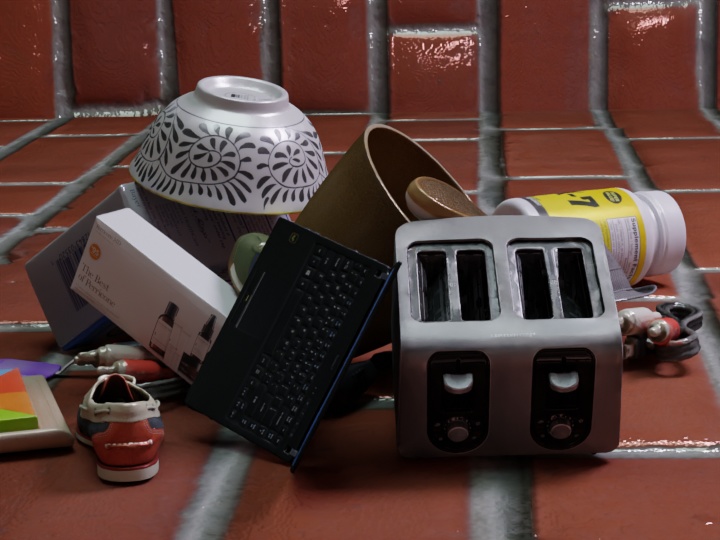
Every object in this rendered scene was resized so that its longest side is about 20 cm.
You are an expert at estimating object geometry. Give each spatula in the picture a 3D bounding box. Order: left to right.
[{"bbox_3d":[-0.251,0.082,1.771,0.200,0.021,0.057,-10,9,10],"label":"spatula"}]

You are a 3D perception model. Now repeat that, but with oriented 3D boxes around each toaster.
[{"bbox_3d":[0.116,0.049,1.524,0.181,0.119,0.200,0,39,0],"label":"toaster"}]

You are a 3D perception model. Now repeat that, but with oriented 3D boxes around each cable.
[{"bbox_3d":[-0.154,0.085,1.704,0.200,0.050,0.097,-7,12,-25],"label":"cable"},{"bbox_3d":[0.296,0.047,1.799,0.097,0.050,0.200,4,14,31],"label":"cable"}]

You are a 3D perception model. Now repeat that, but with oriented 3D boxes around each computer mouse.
[{"bbox_3d":[0.000,0.097,1.699,0.059,0.034,0.200,-14,0,26],"label":"computer mouse"}]

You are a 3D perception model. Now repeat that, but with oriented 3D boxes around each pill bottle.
[{"bbox_3d":[0.251,-0.032,2.077,0.200,0.114,0.114,-7,13,-26],"label":"pill bottle"}]

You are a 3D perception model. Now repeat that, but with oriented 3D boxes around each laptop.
[{"bbox_3d":[-0.057,0.052,1.473,0.200,0.177,0.103,25,-4,36],"label":"laptop"}]

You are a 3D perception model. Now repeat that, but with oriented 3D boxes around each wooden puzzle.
[{"bbox_3d":[-0.348,0.120,1.594,0.185,0.037,0.200,-5,12,-17],"label":"wooden puzzle"}]

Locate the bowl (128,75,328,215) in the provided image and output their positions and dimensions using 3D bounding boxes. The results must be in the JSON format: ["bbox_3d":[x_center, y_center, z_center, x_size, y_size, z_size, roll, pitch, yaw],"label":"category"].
[{"bbox_3d":[-0.118,-0.130,1.805,0.201,0.094,0.201,7,21,-3],"label":"bowl"}]

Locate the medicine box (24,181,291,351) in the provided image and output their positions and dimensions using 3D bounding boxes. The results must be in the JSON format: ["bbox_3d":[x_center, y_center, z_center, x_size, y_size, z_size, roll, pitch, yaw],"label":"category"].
[{"bbox_3d":[-0.197,-0.016,1.885,0.200,0.103,0.182,-13,-15,-46],"label":"medicine box"}]

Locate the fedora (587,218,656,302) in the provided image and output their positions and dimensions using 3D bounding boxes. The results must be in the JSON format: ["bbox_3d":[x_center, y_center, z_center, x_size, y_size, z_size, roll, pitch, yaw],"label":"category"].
[{"bbox_3d":[0.192,0.000,1.854,0.177,0.090,0.200,-11,-4,-11],"label":"fedora"}]

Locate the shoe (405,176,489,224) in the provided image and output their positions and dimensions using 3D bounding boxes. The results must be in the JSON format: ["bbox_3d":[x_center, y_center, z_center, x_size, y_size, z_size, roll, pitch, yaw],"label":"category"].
[{"bbox_3d":[0.099,-0.025,1.624,0.200,0.053,0.070,25,16,-48],"label":"shoe"}]

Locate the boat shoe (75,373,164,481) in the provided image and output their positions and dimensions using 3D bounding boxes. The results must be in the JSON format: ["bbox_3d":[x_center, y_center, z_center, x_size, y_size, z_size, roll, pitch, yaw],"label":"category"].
[{"bbox_3d":[-0.197,0.116,1.535,0.071,0.063,0.200,-5,11,-10],"label":"boat shoe"}]

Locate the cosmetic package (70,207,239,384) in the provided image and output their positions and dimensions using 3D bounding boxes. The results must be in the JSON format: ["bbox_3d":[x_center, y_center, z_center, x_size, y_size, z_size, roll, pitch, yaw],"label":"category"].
[{"bbox_3d":[-0.165,0.033,1.676,0.200,0.083,0.051,36,27,23],"label":"cosmetic package"}]

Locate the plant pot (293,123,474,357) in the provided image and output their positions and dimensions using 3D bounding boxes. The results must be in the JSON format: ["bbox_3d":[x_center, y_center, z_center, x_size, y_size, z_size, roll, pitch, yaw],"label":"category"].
[{"bbox_3d":[0.000,0.000,1.741,0.200,0.186,0.186,-41,-2,20],"label":"plant pot"}]

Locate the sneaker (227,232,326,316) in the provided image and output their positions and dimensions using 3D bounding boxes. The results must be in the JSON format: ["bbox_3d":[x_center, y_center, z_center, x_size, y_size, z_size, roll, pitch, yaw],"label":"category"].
[{"bbox_3d":[-0.056,0.008,1.619,0.067,0.090,0.200,11,31,-26],"label":"sneaker"}]
